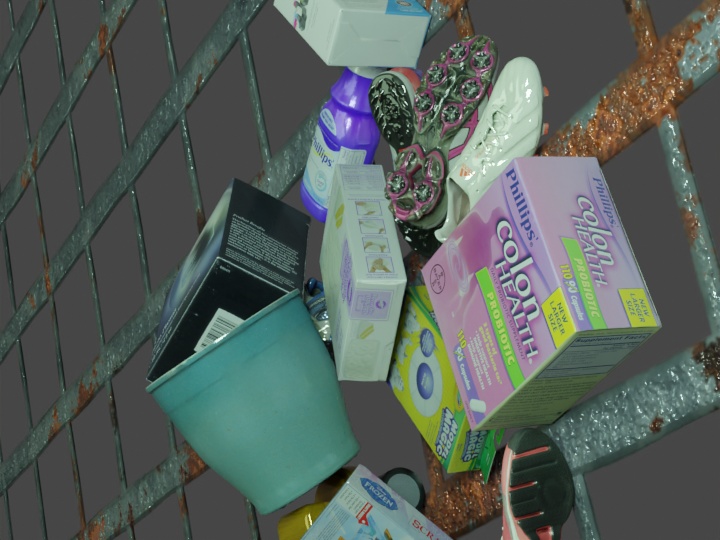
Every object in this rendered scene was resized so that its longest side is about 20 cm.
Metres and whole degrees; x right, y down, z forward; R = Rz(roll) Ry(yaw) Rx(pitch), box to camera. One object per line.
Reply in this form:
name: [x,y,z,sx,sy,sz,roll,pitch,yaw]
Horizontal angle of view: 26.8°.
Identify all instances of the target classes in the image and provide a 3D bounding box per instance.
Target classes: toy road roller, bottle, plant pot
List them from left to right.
plant pot: [-0.102,0.154,1.651,0.189,0.199,0.200,58,147,0]
bottle: [-0.015,-0.154,1.738,0.084,0.064,0.202,56,138,46]
toy road roller: [-0.007,0.318,1.669,0.123,0.144,0.203,-37,60,57]

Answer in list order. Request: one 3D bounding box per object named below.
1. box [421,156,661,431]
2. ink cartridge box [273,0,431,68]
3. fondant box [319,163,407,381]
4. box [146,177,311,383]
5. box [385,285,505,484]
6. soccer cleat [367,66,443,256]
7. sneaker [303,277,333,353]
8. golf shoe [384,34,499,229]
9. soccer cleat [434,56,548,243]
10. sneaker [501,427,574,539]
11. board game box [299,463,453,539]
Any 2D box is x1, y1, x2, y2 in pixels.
box: [0.159,0.024,1.395,0.200,0.095,0.178,-50,49,50]
ink cartridge box: [-0.020,-0.299,1.687,0.200,0.114,0.069,53,136,47]
fondant box: [0.000,0.000,1.658,0.201,0.057,0.146,-102,17,-48]
box: [-0.160,0.031,1.846,0.201,0.122,0.199,-56,15,27]
box: [0.090,0.120,1.581,0.200,0.048,0.119,51,136,46]
soccer cleat: [0.064,-0.117,1.611,0.068,0.073,0.203,-8,102,36]
sneaker: [-0.058,0.055,1.839,0.199,0.076,0.086,-7,69,63]
golf shoe: [0.091,-0.140,1.532,0.072,0.092,0.202,26,94,29]
soccer cleat: [0.127,-0.109,1.466,0.069,0.077,0.202,47,131,50]
sneaker: [0.156,0.253,1.440,0.087,0.073,0.203,-21,73,61]
board game box: [0.021,0.332,1.572,0.199,0.041,0.201,39,124,3]
